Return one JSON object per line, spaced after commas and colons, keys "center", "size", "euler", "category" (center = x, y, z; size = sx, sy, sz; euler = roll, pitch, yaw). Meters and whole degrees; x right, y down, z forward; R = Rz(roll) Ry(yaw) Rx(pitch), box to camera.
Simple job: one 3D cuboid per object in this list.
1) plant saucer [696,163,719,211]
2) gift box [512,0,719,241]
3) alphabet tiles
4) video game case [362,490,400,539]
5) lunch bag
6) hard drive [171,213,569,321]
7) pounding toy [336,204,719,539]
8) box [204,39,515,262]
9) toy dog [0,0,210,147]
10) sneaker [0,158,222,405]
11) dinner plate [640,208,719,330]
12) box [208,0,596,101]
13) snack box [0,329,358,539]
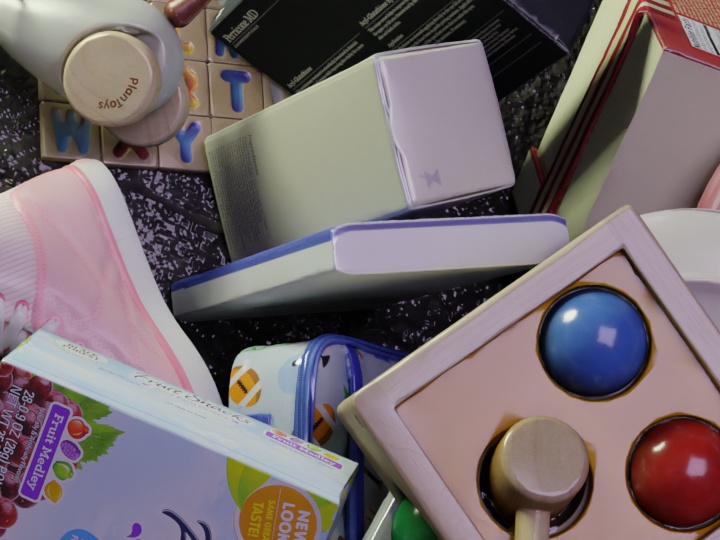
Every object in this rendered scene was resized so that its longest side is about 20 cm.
{"center": [0.270, 0.000, 1.152], "size": [0.200, 0.051, 0.201], "euler": [-2, 107, -6], "category": "plant saucer"}
{"center": [0.204, -0.037, 1.247], "size": [0.200, 0.187, 0.185], "euler": [21, 23, -7], "category": "gift box"}
{"center": [-0.089, -0.134, 1.273], "size": [0.200, 0.008, 0.168], "euler": [4, 71, -25], "category": "alphabet tiles"}
{"center": [0.059, 0.230, 1.064], "size": [0.200, 0.022, 0.182], "euler": [33, 67, -7], "category": "video game case"}
{"center": [-0.009, 0.137, 1.142], "size": [0.160, 0.075, 0.200], "euler": [20, 65, -55], "category": "lunch bag"}
{"center": [0.000, 0.000, 1.159], "size": [0.132, 0.200, 0.025], "euler": [-3, 84, -28], "category": "hard drive"}
{"center": [0.090, 0.103, 1.009], "size": [0.200, 0.142, 0.184], "euler": [-34, 87, -8], "category": "pounding toy"}
{"center": [-0.005, -0.058, 1.172], "size": [0.068, 0.200, 0.082], "euler": [-12, 89, -31], "category": "box"}
{"center": [-0.157, -0.152, 1.178], "size": [0.200, 0.132, 0.096], "euler": [38, 90, -16], "category": "toy dog"}
{"center": [-0.146, 0.044, 1.144], "size": [0.105, 0.075, 0.200], "euler": [-18, 76, -32], "category": "sneaker"}
{"center": [0.164, 0.069, 1.105], "size": [0.200, 0.024, 0.201], "euler": [0, 91, 1], "category": "dinner plate"}
{"center": [0.025, -0.151, 1.214], "size": [0.141, 0.200, 0.079], "euler": [35, 62, -13], "category": "box"}
{"center": [-0.115, 0.153, 1.039], "size": [0.168, 0.068, 0.200], "euler": [23, 106, 2], "category": "snack box"}
